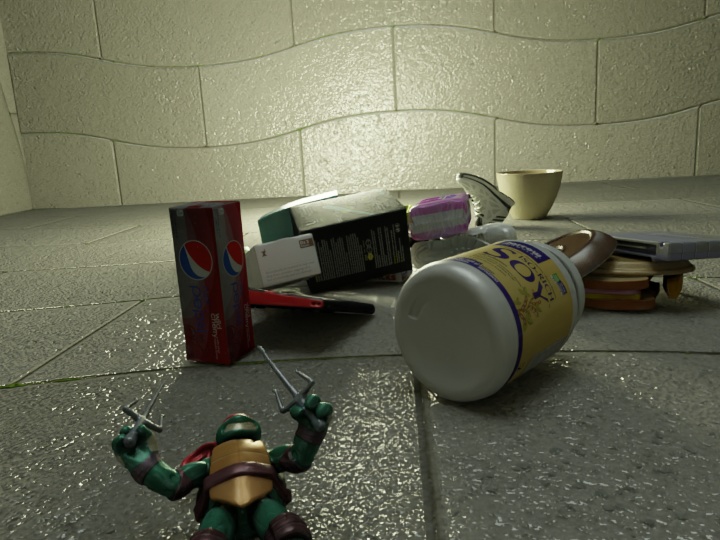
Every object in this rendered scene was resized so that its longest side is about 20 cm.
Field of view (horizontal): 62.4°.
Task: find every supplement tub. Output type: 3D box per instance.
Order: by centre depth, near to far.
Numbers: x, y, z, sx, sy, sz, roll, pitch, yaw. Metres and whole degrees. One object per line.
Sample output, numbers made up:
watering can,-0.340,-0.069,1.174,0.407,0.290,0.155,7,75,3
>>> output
supplement tub,0.149,0.045,0.659,0.145,0.147,0.199,8,17,42

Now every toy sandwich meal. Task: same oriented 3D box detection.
toy sandwich meal,0.423,0.013,0.939,0.203,0.071,0.205,-2,8,0

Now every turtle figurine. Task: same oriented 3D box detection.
turtle figurine,-0.082,0.139,0.407,0.149,0.101,0.200,-20,31,-8

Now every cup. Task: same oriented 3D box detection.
cup,0.525,-0.237,1.853,0.199,0.144,0.200,-3,13,1

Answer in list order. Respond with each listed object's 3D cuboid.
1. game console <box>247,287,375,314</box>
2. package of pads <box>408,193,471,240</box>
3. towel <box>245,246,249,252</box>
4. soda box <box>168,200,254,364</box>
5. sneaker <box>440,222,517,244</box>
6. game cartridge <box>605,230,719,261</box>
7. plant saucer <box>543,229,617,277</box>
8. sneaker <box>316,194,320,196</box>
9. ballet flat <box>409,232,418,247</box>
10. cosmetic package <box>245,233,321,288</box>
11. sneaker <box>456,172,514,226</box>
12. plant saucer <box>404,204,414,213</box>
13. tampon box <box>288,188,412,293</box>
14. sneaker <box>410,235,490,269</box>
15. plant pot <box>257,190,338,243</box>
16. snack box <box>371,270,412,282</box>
game console,-0.091,0.049,0.871,0.176,0.031,0.200,7,-2,22
package of pads,0.173,-0.118,1.274,0.120,0.076,0.200,-7,10,14
towel,-0.321,-0.026,1.397,0.151,0.024,0.200,-6,12,-16
soda box,-0.187,0.014,0.760,0.069,0.202,0.063,2,14,21
sneaker,0.240,-0.061,1.318,0.115,0.074,0.199,-14,7,-32
game cartridge,0.468,-0.039,0.923,0.129,0.039,0.200,1,7,-10
plant saucer,0.305,-0.013,0.946,0.199,0.032,0.200,-30,7,4
sneaker,-0.165,-0.221,2.095,0.199,0.089,0.080,-9,15,-19
ballet flat,0.121,-0.070,1.438,0.198,0.068,0.047,1,57,3
cosmetic package,-0.144,-0.007,1.023,0.101,0.075,0.200,-14,1,-18
sneaker,0.342,-0.191,1.702,0.200,0.116,0.076,28,-3,-18
plant saucer,0.091,-0.168,1.879,0.198,0.048,0.200,-6,13,-9
tampon box,-0.021,-0.061,1.129,0.198,0.127,0.150,-13,25,-9
sneaker,0.200,-0.033,1.193,0.199,0.077,0.080,9,7,38
plant pot,-0.140,-0.101,1.442,0.198,0.142,0.141,-11,12,-1
snack box,0.000,0.000,1.188,0.199,0.025,0.072,3,16,23
